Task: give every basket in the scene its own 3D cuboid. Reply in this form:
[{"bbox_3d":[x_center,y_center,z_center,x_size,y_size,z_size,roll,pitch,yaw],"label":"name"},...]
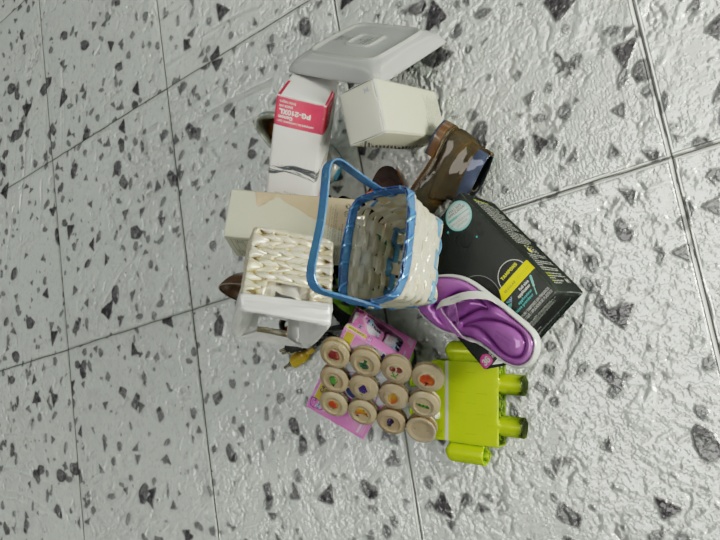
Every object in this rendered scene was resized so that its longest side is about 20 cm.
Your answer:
[{"bbox_3d":[-0.114,0.030,0.977,0.200,0.132,0.127,132,146,-70],"label":"basket"},{"bbox_3d":[0.015,-0.031,0.886,0.137,0.198,0.181,-8,64,42],"label":"basket"}]

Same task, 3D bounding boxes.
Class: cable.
[{"bbox_3d":[-0.075,0.115,1.208,0.196,0.050,0.100,-17,82,23],"label":"cable"}]

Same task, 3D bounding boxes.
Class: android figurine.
[{"bbox_3d":[0.162,0.202,1.027,0.196,0.041,0.188,1,88,34],"label":"android figurine"}]

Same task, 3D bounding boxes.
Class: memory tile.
[{"bbox_3d":[0.028,0.185,1.017,0.195,0.017,0.157,13,123,13],"label":"memory tile"}]

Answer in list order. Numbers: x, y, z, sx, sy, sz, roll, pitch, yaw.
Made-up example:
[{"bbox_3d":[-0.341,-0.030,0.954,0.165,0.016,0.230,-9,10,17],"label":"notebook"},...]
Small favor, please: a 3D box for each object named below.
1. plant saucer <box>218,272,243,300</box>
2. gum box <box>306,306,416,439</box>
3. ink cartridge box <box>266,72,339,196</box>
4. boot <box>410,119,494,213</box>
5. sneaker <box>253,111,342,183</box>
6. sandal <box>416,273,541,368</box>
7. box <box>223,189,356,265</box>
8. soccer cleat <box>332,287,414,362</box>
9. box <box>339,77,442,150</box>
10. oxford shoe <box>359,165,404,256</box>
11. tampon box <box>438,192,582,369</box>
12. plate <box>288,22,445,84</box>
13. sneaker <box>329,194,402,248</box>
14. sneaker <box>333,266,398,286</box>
[{"bbox_3d":[-0.153,0.043,1.171,0.196,0.199,0.033,2,72,35],"label":"plant saucer"},{"bbox_3d":[0.001,0.164,1.066,0.112,0.066,0.202,28,126,3],"label":"gum box"},{"bbox_3d":[-0.097,-0.203,1.091,0.082,0.146,0.204,12,121,0],"label":"ink cartridge box"},{"bbox_3d":[0.134,-0.120,1.040,0.096,0.074,0.204,31,117,26],"label":"boot"},{"bbox_3d":[-0.117,-0.225,1.222,0.198,0.080,0.078,37,107,24],"label":"sneaker"},{"bbox_3d":[0.148,0.060,0.881,0.200,0.049,0.085,26,102,37],"label":"sandal"},{"bbox_3d":[-0.103,-0.064,1.020,0.194,0.095,0.080,6,73,4],"label":"box"},{"bbox_3d":[0.001,0.105,1.115,0.198,0.067,0.082,38,115,15],"label":"soccer cleat"},{"bbox_3d":[0.054,-0.237,1.024,0.067,0.198,0.085,-14,88,34],"label":"box"},{"bbox_3d":[0.035,-0.108,1.068,0.069,0.073,0.204,-4,49,14],"label":"oxford shoe"},{"bbox_3d":[0.188,0.014,0.964,0.201,0.125,0.151,49,114,27],"label":"tampon box"},{"bbox_3d":[0.009,-0.363,1.082,0.197,0.199,0.033,20,136,34],"label":"plate"},{"bbox_3d":[-0.004,-0.085,1.142,0.196,0.069,0.080,13,102,36],"label":"sneaker"},{"bbox_3d":[0.000,0.000,1.126,0.196,0.082,0.074,9,92,35],"label":"sneaker"}]
